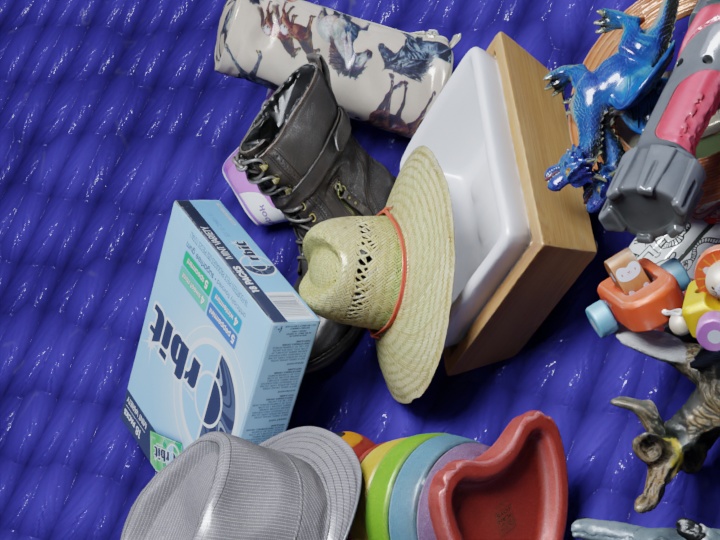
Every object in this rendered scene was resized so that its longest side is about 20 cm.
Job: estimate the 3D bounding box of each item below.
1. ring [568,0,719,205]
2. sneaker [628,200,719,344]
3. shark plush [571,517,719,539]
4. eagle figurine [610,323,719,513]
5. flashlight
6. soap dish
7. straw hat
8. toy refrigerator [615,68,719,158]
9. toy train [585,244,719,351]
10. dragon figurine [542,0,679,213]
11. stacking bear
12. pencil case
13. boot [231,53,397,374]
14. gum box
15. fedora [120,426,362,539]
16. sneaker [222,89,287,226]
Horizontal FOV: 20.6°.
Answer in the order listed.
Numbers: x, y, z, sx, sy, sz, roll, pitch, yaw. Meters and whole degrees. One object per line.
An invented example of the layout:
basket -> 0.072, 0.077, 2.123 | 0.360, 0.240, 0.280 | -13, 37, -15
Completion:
ring -> 0.237, -0.126, 1.376 | 0.199, 0.019, 0.202 | -18, 50, 23
sneaker -> 0.271, -0.032, 1.357 | 0.201, 0.067, 0.108 | -40, 48, 9
shark plush -> 0.226, 0.169, 1.235 | 0.199, 0.083, 0.091 | 23, 75, 43
eagle figurine -> 0.269, 0.074, 1.249 | 0.199, 0.151, 0.152 | -36, 34, 24
flashlight -> 0.221, -0.105, 1.280 | 0.067, 0.068, 0.201 | 22, 53, 11
soap dish -> 0.097, -0.046, 1.439 | 0.158, 0.081, 0.201 | 123, 149, -45
straw hat -> 0.000, 0.000, 1.432 | 0.084, 0.202, 0.202 | 4, 50, -14
toy refrigerator -> 0.268, -0.107, 1.406 | 0.199, 0.076, 0.070 | -20, 50, 22
toy train -> 0.234, -0.017, 1.239 | 0.199, 0.056, 0.150 | -29, 19, 0
dragon figurine -> 0.192, -0.130, 1.355 | 0.200, 0.059, 0.099 | -46, 45, 0
stacking bear -> 0.034, 0.159, 1.363 | 0.121, 0.115, 0.199 | -29, 20, -38
pencil case -> -0.022, -0.174, 1.584 | 0.078, 0.198, 0.090 | 140, 147, -79
boot -> -0.047, -0.042, 1.512 | 0.069, 0.174, 0.201 | 10, 65, 39
gum box -> -0.110, 0.076, 1.489 | 0.170, 0.044, 0.201 | 47, 129, 45
fedora -> -0.097, 0.180, 1.336 | 0.201, 0.090, 0.177 | -59, 34, -1
sneaker -> -0.070, -0.128, 1.664 | 0.114, 0.073, 0.202 | -21, 50, 26
